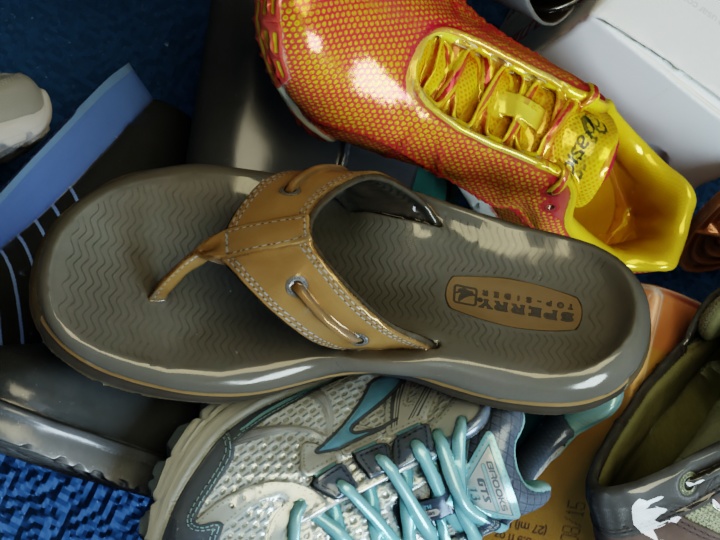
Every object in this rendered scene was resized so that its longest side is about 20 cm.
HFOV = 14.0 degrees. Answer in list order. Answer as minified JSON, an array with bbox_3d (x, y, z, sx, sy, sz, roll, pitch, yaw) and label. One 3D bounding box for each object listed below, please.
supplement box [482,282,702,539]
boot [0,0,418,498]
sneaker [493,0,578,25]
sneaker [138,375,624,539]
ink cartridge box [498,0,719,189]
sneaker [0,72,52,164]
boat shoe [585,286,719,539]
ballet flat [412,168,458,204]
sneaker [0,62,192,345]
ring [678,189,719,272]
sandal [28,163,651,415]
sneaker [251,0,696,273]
[{"bbox_3d":[0.073,0.103,1.051,0.069,0.066,0.201,24,79,-55],"label":"supplement box"},{"bbox_3d":[-0.052,-0.023,0.983,0.165,0.066,0.201,22,82,-45],"label":"boot"},{"bbox_3d":[0.056,-0.128,1.061,0.106,0.200,0.075,32,110,20],"label":"sneaker"},{"bbox_3d":[0.010,0.063,0.951,0.200,0.086,0.078,-39,124,-38],"label":"sneaker"},{"bbox_3d":[0.133,-0.129,1.109,0.086,0.148,0.200,36,67,-9],"label":"ink cartridge box"},{"bbox_3d":[-0.202,-0.062,0.997,0.199,0.075,0.082,-3,81,-22],"label":"sneaker"},{"bbox_3d":[0.145,0.033,1.015,0.201,0.072,0.066,-48,134,-28],"label":"boat shoe"},{"bbox_3d":[0.000,0.000,1.069,0.070,0.067,0.201,4,78,-23],"label":"ballet flat"},{"bbox_3d":[-0.116,0.019,1.018,0.078,0.070,0.200,43,68,-7],"label":"sneaker"},{"bbox_3d":[0.207,-0.049,1.093,0.200,0.200,0.019,-22,76,-25],"label":"ring"},{"bbox_3d":[-0.002,0.003,0.919,0.199,0.055,0.082,9,62,-5],"label":"sandal"},{"bbox_3d":[0.043,-0.059,0.984,0.200,0.077,0.073,28,75,-42],"label":"sneaker"}]
